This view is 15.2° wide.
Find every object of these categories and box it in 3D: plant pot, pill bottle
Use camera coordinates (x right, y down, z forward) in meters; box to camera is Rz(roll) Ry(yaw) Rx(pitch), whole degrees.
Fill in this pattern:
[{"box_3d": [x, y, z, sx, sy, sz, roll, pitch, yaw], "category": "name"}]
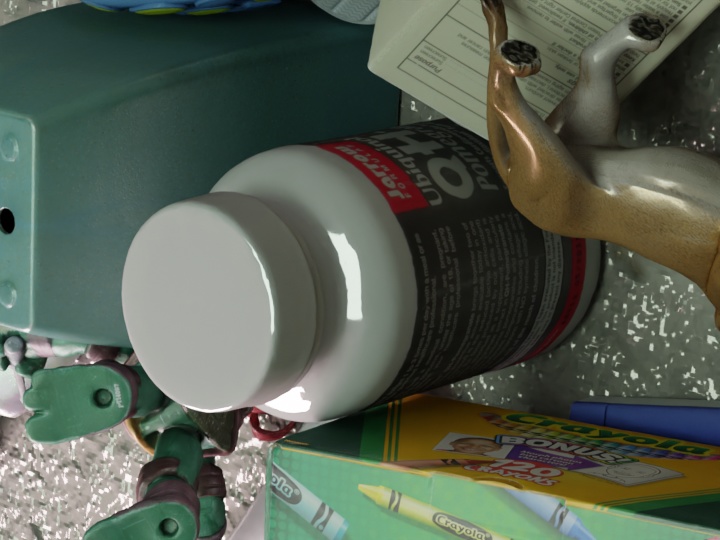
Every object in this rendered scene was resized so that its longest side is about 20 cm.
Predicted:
[{"box_3d": [-0.102, -0.041, 1.172, 0.141, 0.200, 0.142, 14, 108, 39], "category": "plant pot"}, {"box_3d": [0.000, 0.000, 1.093, 0.110, 0.200, 0.111, 9, 104, 38], "category": "pill bottle"}]

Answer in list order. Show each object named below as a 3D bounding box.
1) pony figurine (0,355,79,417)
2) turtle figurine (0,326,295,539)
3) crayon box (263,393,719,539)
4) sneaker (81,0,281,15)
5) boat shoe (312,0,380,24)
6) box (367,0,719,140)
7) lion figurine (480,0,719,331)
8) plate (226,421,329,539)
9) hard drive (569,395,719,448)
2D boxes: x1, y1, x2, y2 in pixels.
[{"box_3d": [-0.241, 0.035, 1.339, 0.166, 0.200, 0.194, 37, 105, 37], "category": "pony figurine"}, {"box_3d": [-0.099, 0.066, 1.212, 0.101, 0.200, 0.150, -43, 95, 7], "category": "turtle figurine"}, {"box_3d": [0.077, 0.099, 1.044, 0.199, 0.119, 0.059, 9, 101, 28], "category": "crayon box"}, {"box_3d": [-0.059, -0.152, 1.130, 0.199, 0.071, 0.083, -8, 87, 52], "category": "sneaker"}, {"box_3d": [0.049, -0.172, 1.115, 0.200, 0.072, 0.062, -34, 37, 40], "category": "boat shoe"}, {"box_3d": [0.095, -0.137, 1.031, 0.095, 0.078, 0.200, 29, 134, -19], "category": "box"}, {"box_3d": [0.117, -0.024, 1.028, 0.200, 0.072, 0.123, 33, 143, 15], "category": "lion figurine"}, {"box_3d": [0.006, 0.165, 1.204, 0.200, 0.032, 0.200, -56, 44, 32], "category": "plate"}, {"box_3d": [0.175, 0.120, 1.082, 0.199, 0.025, 0.133, 0, 99, 41], "category": "hard drive"}]
